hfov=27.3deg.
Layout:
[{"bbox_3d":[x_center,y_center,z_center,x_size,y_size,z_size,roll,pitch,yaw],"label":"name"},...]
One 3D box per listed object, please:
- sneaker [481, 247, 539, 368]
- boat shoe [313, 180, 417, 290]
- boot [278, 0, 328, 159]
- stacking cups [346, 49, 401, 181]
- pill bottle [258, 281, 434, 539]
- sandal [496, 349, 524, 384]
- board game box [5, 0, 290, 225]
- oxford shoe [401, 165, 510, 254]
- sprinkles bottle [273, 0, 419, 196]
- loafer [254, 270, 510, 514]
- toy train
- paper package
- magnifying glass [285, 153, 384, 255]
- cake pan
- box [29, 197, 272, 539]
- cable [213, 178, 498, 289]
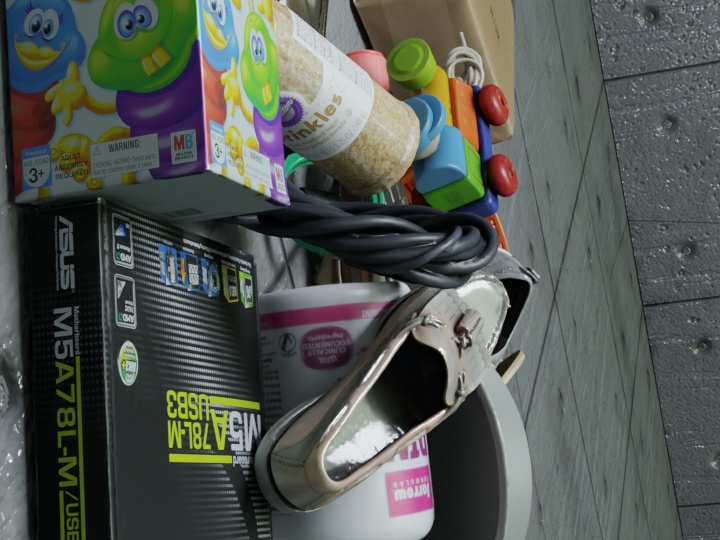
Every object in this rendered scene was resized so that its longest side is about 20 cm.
[{"bbox_3d":[0.062,0.065,1.120,0.074,0.082,0.201,35,81,-21],"label":"sneaker"},{"bbox_3d":[0.000,0.000,1.080,0.075,0.073,0.203,24,54,-63],"label":"boat shoe"},{"bbox_3d":[-0.060,-0.165,0.945,0.097,0.074,0.202,-70,150,-62],"label":"boot"},{"bbox_3d":[0.013,-0.075,1.168,0.060,0.060,0.203,36,49,-67],"label":"stacking cups"},{"bbox_3d":[-0.013,0.113,0.912,0.113,0.112,0.203,7,76,-73],"label":"pill bottle"},{"bbox_3d":[0.080,0.155,1.142,0.070,0.078,0.212,47,56,-1],"label":"sandal"},{"bbox_3d":[-0.106,-0.131,0.726,0.103,0.103,0.203,21,62,-70],"label":"board game box"},{"bbox_3d":[0.076,-0.052,1.270,0.202,0.071,0.073,63,8,9],"label":"oxford shoe"},{"bbox_3d":[-0.046,-0.117,0.875,0.199,0.068,0.069,34,48,-42],"label":"sprinkles bottle"},{"bbox_3d":[0.027,0.067,0.839,0.200,0.063,0.072,-40,103,-31],"label":"loafer"},{"bbox_3d":[0.058,-0.144,1.170,0.116,0.084,0.202,43,35,-48],"label":"toy train"},{"bbox_3d":[0.075,-0.244,1.376,0.201,0.102,0.193,63,24,-47],"label":"paper package"},{"bbox_3d":[-0.029,-0.096,1.051,0.022,0.078,0.202,118,-28,-52],"label":"magnifying glass"},{"bbox_3d":[0.040,0.132,0.967,0.036,0.199,0.203,0,81,-37],"label":"cake pan"},{"bbox_3d":[-0.101,0.077,0.756,0.200,0.047,0.196,25,57,-70],"label":"box"},{"bbox_3d":[-0.013,-0.032,0.843,0.162,0.199,0.051,19,90,-29],"label":"cable"}]
